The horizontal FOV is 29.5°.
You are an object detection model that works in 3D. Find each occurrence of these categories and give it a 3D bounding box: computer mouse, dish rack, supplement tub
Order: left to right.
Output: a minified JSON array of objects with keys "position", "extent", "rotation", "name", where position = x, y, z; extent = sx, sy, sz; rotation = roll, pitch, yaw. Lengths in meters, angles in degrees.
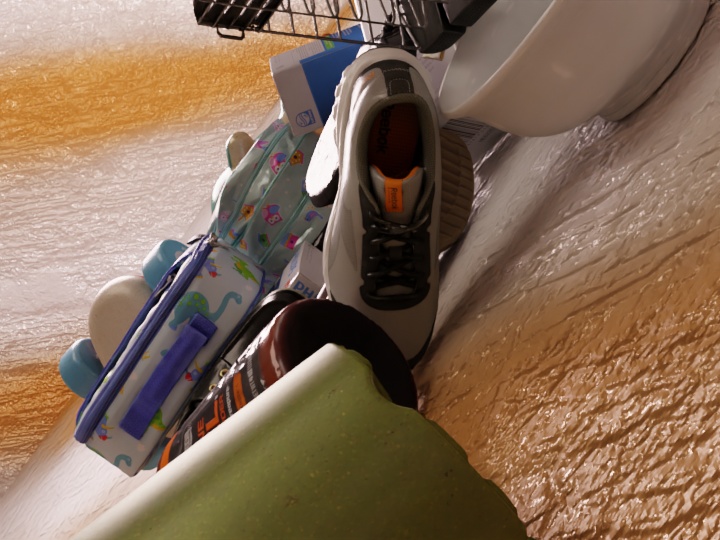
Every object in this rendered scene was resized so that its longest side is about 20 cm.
[{"position":[-0.058,0.115,0.844],"extent":[0.200,0.106,0.107],"rotation":[-49,13,36],"name":"supplement tub"},{"position":[0.005,-0.181,0.774],"extent":[0.153,0.198,0.055],"rotation":[-42,56,50],"name":"dish rack"},{"position":[0.030,-0.130,0.950],"extent":[0.140,0.046,0.202],"rotation":[14,83,68],"name":"computer mouse"}]

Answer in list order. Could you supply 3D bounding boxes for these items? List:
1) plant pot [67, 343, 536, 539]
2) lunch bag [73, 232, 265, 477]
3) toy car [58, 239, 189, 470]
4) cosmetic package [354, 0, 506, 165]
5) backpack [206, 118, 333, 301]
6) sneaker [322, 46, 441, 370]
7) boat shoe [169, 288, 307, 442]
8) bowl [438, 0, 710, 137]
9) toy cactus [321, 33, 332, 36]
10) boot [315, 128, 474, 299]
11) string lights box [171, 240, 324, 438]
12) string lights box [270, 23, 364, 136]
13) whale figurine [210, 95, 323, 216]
[{"position":[-0.033,0.138,0.543],"extent":[0.190,0.200,0.200],"rotation":[-44,10,-8],"name":"plant pot"},{"position":[-0.161,0.069,1.171],"extent":[0.201,0.082,0.161],"rotation":[-55,7,11],"name":"lunch bag"},{"position":[-0.169,0.076,1.415],"extent":[0.184,0.177,0.200],"rotation":[-47,-15,24],"name":"toy car"},{"position":[0.057,-0.188,1.039],"extent":[0.102,0.073,0.202],"rotation":[-43,50,45],"name":"cosmetic package"},{"position":[-0.070,-0.050,1.274],"extent":[0.168,0.126,0.200],"rotation":[-65,4,-18],"name":"backpack"},{"position":[0.015,-0.028,0.825],"extent":[0.079,0.073,0.202],"rotation":[-110,17,-70],"name":"sneaker"},{"position":[-0.095,0.108,1.076],"extent":[0.203,0.073,0.063],"rotation":[-61,-12,6],"name":"boat shoe"},{"position":[0.137,-0.151,0.793],"extent":[0.202,0.090,0.201],"rotation":[-53,12,17],"name":"bowl"},{"position":[0.034,-0.242,1.285],"extent":[0.199,0.103,0.166],"rotation":[-27,-27,-23],"name":"toy cactus"},{"position":[0.000,0.000,1.000],"extent":[0.166,0.072,0.201],"rotation":[-31,32,62],"name":"boot"},{"position":[-0.083,0.082,1.159],"extent":[0.201,0.059,0.103],"rotation":[-54,9,13],"name":"string lights box"},{"position":[0.024,-0.185,1.177],"extent":[0.198,0.059,0.103],"rotation":[-20,17,1],"name":"string lights box"},{"position":[-0.090,-0.102,1.454],"extent":[0.103,0.158,0.202],"rotation":[-3,66,47],"name":"whale figurine"}]
